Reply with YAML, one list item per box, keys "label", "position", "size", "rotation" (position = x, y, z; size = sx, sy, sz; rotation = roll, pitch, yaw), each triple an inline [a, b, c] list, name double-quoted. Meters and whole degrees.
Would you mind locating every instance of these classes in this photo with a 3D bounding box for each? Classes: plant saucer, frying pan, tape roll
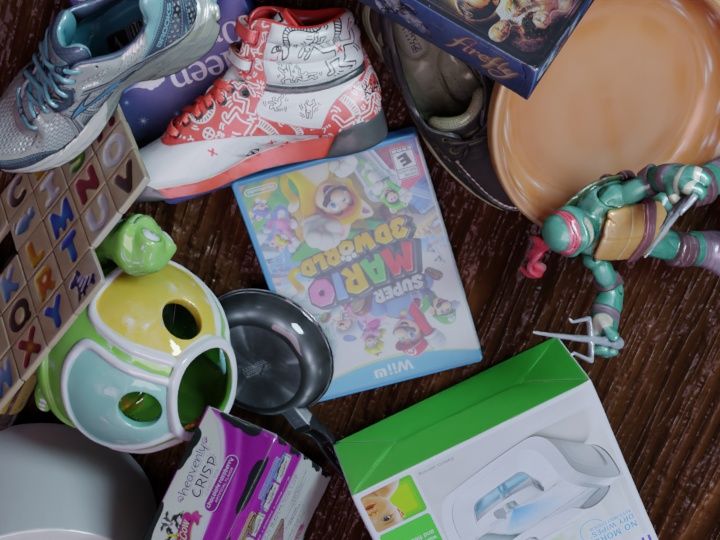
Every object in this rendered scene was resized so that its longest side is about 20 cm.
- label: "plant saucer"
  position: [0.178, -0.118, 1.072]
  size: [0.200, 0.037, 0.201]
  rotation: [-10, 120, -18]
- label: "frying pan"
  position: [-0.070, 0.101, 1.198]
  size: [0.115, 0.031, 0.190]
  rotation: [-2, 117, 19]
- label: "tape roll"
  position: [-0.252, 0.239, 1.189]
  size: [0.202, 0.139, 0.203]
  rotation: [-6, 120, -10]

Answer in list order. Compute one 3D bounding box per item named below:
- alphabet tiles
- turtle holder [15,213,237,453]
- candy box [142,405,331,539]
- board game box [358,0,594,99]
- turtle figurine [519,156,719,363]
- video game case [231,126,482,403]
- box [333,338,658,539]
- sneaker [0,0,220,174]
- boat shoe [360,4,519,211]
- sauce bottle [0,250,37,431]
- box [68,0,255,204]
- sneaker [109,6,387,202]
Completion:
- label: "alphabet tiles"
  position: [-0.221, -0.024, 1.084]
  size: [0.008, 0.167, 0.200]
  rotation: [23, 118, -41]
- label: "turtle holder"
  position: [-0.154, 0.045, 1.109]
  size: [0.132, 0.141, 0.186]
  rotation: [24, 104, 34]
- label: "candy box"
  position: [-0.093, 0.188, 1.131]
  size: [0.061, 0.200, 0.137]
  rotation: [22, 79, 16]
- label: "board game box"
  position: [0.057, -0.214, 0.982]
  size: [0.200, 0.136, 0.035]
  rotation: [31, 155, 7]
- label: "turtle figurine"
  position: [0.193, -0.026, 1.046]
  size: [0.200, 0.101, 0.150]
  rotation: [-13, 140, -35]
- label: "video game case"
  position: [0.000, 0.000, 1.160]
  size: [0.143, 0.018, 0.200]
  rotation: [-15, 117, 7]
- label: "box"
  position: [0.108, 0.180, 1.189]
  size: [0.200, 0.097, 0.177]
  rotation: [-25, 111, 0]
- label: "sneaker"
  position: [-0.194, -0.141, 1.025]
  size: [0.200, 0.086, 0.078]
  rotation: [-37, 73, 16]
- label: "boat shoe"
  position: [0.068, -0.116, 1.086]
  size: [0.072, 0.066, 0.201]
  rotation: [-31, 111, 11]
- label: "sauce bottle"
  position: [-0.252, 0.029, 1.158]
  size: [0.065, 0.065, 0.200]
  rotation: [28, 110, -11]
- label: "box"
  position: [-0.124, -0.147, 1.095]
  size: [0.121, 0.032, 0.200]
  rotation: [-17, 114, 8]
- label: "sneaker"
  position: [-0.088, -0.120, 1.054]
  size: [0.201, 0.067, 0.108]
  rotation: [-14, 114, 2]
